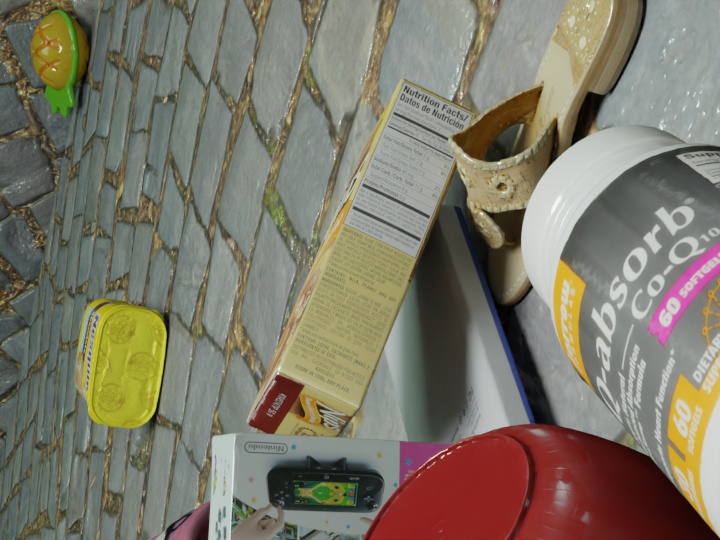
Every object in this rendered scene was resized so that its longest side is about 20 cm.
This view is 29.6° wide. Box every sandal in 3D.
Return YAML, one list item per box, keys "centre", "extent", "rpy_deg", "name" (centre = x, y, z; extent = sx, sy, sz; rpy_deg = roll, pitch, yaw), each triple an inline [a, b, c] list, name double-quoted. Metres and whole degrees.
- centre: [0.085, -0.078, 0.777]
  extent: [0.078, 0.069, 0.213]
  rpy_deg: [-110, 34, -51]
  name: "sandal"

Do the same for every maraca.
- centre: [-0.578, -0.399, 2.622]
  extent: [0.137, 0.106, 0.203]
  rpy_deg: [23, 115, 51]
  name: "maraca"

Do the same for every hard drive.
- centre: [0.058, 0.076, 0.840]
  extent: [0.201, 0.025, 0.133]
  rpy_deg: [-105, 24, -46]
  name: "hard drive"

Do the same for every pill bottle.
- centre: [0.141, 0.019, 0.527]
  extent: [0.200, 0.115, 0.118]
  rpy_deg: [-125, 47, -61]
  name: "pill bottle"

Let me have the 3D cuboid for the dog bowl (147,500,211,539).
- centre: [-0.067, 0.238, 0.916]
  extent: [0.074, 0.199, 0.201]
  rpy_deg: [-49, 34, 25]
  name: "dog bowl"

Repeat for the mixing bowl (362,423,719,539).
- centre: [0.064, 0.140, 0.566]
  extent: [0.200, 0.108, 0.201]
  rpy_deg: [-39, 21, 18]
  name: "mixing bowl"

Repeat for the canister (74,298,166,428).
- centre: [-0.315, 0.114, 1.759]
  extent: [0.200, 0.085, 0.151]
  rpy_deg: [-170, 89, -71]
  name: "canister"

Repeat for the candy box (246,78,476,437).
- centre: [0.000, 0.000, 0.817]
  extent: [0.116, 0.055, 0.202]
  rpy_deg: [124, 169, -65]
  name: "candy box"

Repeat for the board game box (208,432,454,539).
- centre: [-0.011, 0.195, 0.746]
  extent: [0.064, 0.146, 0.203]
  rpy_deg: [156, 117, -69]
  name: "board game box"
